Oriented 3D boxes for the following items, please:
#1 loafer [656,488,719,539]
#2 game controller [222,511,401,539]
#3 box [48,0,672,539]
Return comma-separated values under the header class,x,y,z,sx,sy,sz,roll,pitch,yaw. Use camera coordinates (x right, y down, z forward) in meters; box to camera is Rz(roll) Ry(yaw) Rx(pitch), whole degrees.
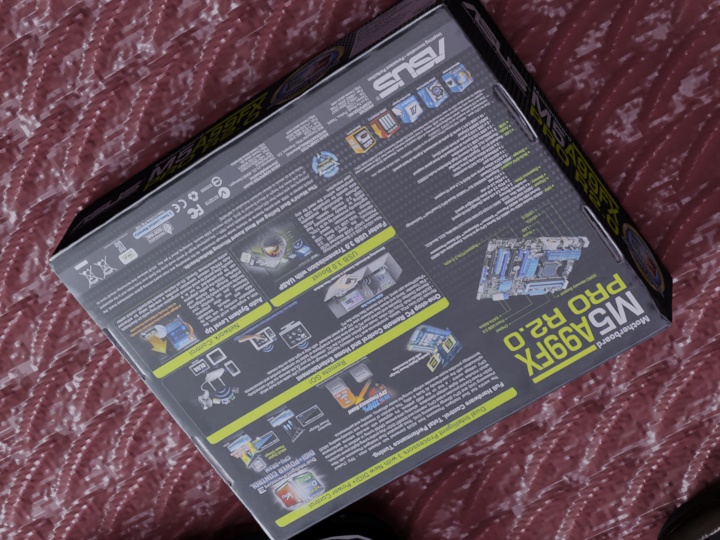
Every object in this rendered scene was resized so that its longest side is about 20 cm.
class,x,y,z,sx,sy,sz,roll,pitch,yaw
loafer,0.196,0.107,0.797,0.199,0.071,0.073,-30,89,35
game controller,-0.061,0.168,0.908,0.199,0.042,0.105,-17,113,16
box,0.000,0.000,0.815,0.199,0.044,0.160,-31,109,21
